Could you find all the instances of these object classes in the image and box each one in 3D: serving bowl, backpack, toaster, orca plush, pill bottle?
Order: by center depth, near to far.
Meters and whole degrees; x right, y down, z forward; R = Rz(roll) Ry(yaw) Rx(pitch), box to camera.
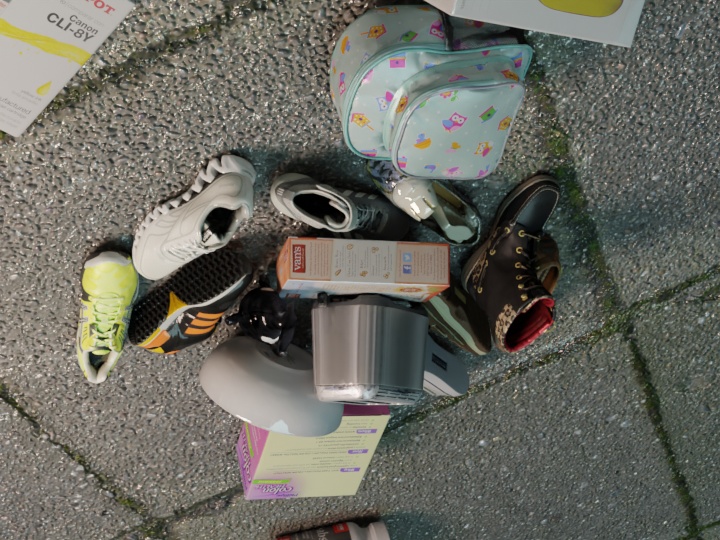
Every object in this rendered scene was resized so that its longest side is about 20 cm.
[{"bbox_3d":[0.070,-0.190,1.254,0.198,0.154,0.177,2,141,-12],"label":"backpack"},{"bbox_3d":[-0.131,0.070,1.465,0.070,0.200,0.106,-14,108,-15],"label":"orca plush"},{"bbox_3d":[0.009,0.103,1.495,0.113,0.131,0.199,-5,169,29],"label":"toaster"},{"bbox_3d":[-0.108,0.138,1.542,0.198,0.200,0.066,11,109,-29],"label":"serving bowl"},{"bbox_3d":[-0.048,0.493,1.995,0.198,0.116,0.116,-11,139,-9],"label":"pill bottle"}]

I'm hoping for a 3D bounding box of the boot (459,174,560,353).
[{"bbox_3d":[0.212,-0.007,1.506,0.073,0.151,0.201,19,121,-31],"label":"boot"}]

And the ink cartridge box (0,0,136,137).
[{"bbox_3d":[-0.329,-0.244,1.112,0.200,0.084,0.145,-40,134,24],"label":"ink cartridge box"}]

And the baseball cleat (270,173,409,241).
[{"bbox_3d":[-0.012,-0.061,1.406,0.198,0.106,0.070,12,102,-31],"label":"baseball cleat"}]

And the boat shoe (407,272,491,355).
[{"bbox_3d":[0.115,0.056,1.620,0.074,0.075,0.203,-13,140,24],"label":"boat shoe"}]

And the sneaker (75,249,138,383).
[{"bbox_3d":[-0.311,0.058,1.455,0.075,0.077,0.201,-1,135,-16],"label":"sneaker"}]

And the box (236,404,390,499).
[{"bbox_3d":[-0.073,0.236,1.720,0.174,0.097,0.201,1,135,-20],"label":"box"}]

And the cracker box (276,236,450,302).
[{"bbox_3d":[0.000,0.000,1.450,0.198,0.058,0.134,2,171,-10],"label":"cracker box"}]

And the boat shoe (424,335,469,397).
[{"bbox_3d":[0.075,0.121,1.672,0.065,0.073,0.200,-17,141,37],"label":"boat shoe"}]

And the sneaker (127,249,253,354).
[{"bbox_3d":[-0.200,0.043,1.491,0.199,0.070,0.090,-32,143,22],"label":"sneaker"}]

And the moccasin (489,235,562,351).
[{"bbox_3d":[0.232,0.045,1.630,0.073,0.078,0.202,3,135,-22],"label":"moccasin"}]

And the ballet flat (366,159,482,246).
[{"bbox_3d":[0.087,-0.084,1.446,0.072,0.072,0.200,-38,135,22],"label":"ballet flat"}]

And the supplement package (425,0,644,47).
[{"bbox_3d":[0.162,-0.318,1.121,0.198,0.151,0.153,5,113,-24],"label":"supplement package"}]

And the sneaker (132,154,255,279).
[{"bbox_3d":[-0.197,-0.048,1.378,0.075,0.082,0.200,24,126,-40],"label":"sneaker"}]
